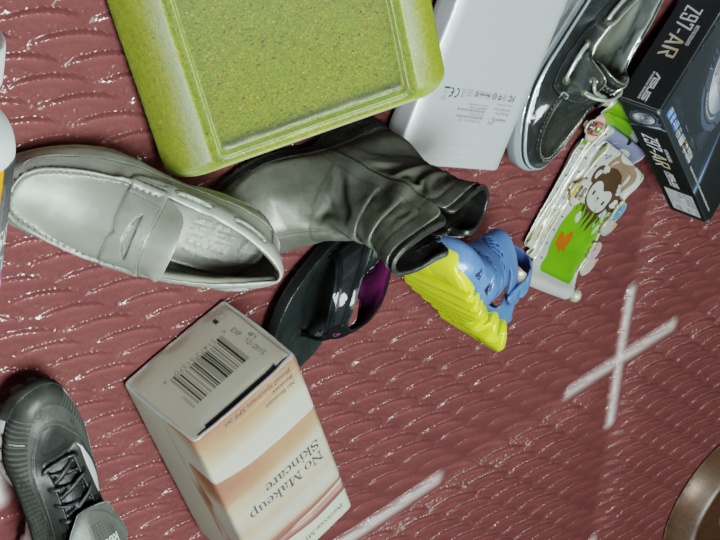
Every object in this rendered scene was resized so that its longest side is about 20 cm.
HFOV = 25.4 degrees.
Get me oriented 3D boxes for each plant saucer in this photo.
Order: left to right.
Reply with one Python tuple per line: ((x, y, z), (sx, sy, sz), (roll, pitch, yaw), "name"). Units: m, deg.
((-0.046, -0.152, 0.983), (0.199, 0.048, 0.201), (-20, 132, -6), "plant saucer")
((0.456, 0.292, 2.000), (0.200, 0.034, 0.201), (-30, 138, -32), "plant saucer")

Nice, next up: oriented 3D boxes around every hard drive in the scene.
((0.097, -0.175, 1.222), (0.131, 0.027, 0.201), (0, 118, -48), "hard drive")

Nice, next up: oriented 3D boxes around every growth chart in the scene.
((0.208, -0.063, 1.446), (0.144, 0.018, 0.201), (6, 114, -51), "growth chart")

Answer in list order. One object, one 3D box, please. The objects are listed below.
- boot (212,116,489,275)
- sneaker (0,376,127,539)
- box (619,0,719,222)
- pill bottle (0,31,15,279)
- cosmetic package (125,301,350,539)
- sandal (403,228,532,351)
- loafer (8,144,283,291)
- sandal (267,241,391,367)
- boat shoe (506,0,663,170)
((-0.013, -0.036, 1.117), (0.199, 0.130, 0.068), (-33, 139, -27), "boot")
((-0.198, 0.161, 1.096), (0.066, 0.090, 0.201), (-29, 137, -33), "sneaker")
((0.316, -0.160, 1.451), (0.161, 0.043, 0.200), (-56, 145, -12), "box")
((-0.248, -0.037, 0.861), (0.116, 0.116, 0.201), (-14, 128, -42), "pill bottle")
((-0.088, 0.134, 1.204), (0.103, 0.087, 0.201), (-42, 142, -19), "cosmetic package")
((0.093, 0.000, 1.308), (0.087, 0.079, 0.200), (-57, 162, -4), "sandal")
((-0.136, -0.030, 1.008), (0.199, 0.070, 0.070), (11, 112, -33), "loafer")
((0.000, -0.001, 1.230), (0.201, 0.048, 0.075), (-51, 145, -7), "sandal")
((0.183, -0.165, 1.288), (0.072, 0.071, 0.201), (3, 116, -50), "boat shoe")
